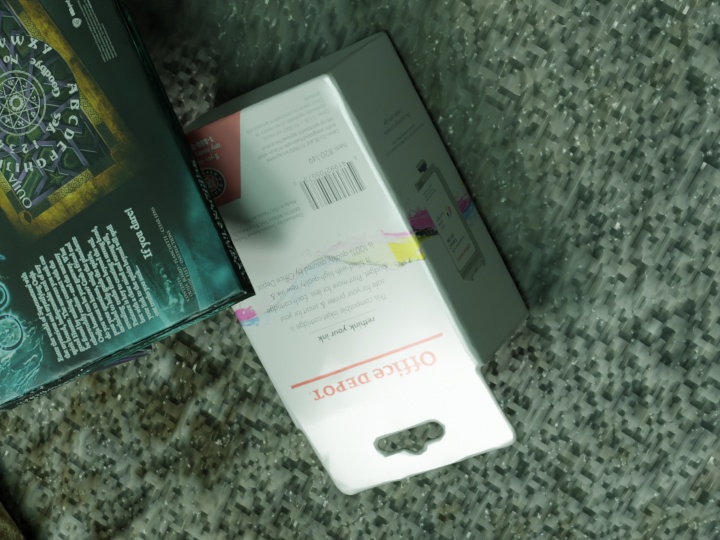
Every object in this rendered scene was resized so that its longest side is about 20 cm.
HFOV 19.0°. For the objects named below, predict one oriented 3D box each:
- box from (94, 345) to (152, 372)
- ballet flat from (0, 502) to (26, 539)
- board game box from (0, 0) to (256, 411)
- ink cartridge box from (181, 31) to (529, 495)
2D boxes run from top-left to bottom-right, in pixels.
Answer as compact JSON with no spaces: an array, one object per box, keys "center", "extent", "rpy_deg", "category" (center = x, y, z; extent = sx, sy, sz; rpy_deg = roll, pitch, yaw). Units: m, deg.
[{"center":[-0.227,0.015,1.133],"extent":[0.200,0.106,0.122],"rpy_deg":[-18,84,32],"category":"box"},{"center":[-0.246,0.136,1.247],"extent":[0.070,0.065,0.200],"rpy_deg":[-29,99,33],"category":"ballet flat"},{"center":[-0.151,-0.051,1.024],"extent":[0.135,0.028,0.200],"rpy_deg":[-25,84,7],"category":"board game box"},{"center":[0.000,0.000,1.054],"extent":[0.116,0.067,0.200],"rpy_deg":[-20,103,33],"category":"ink cartridge box"}]
